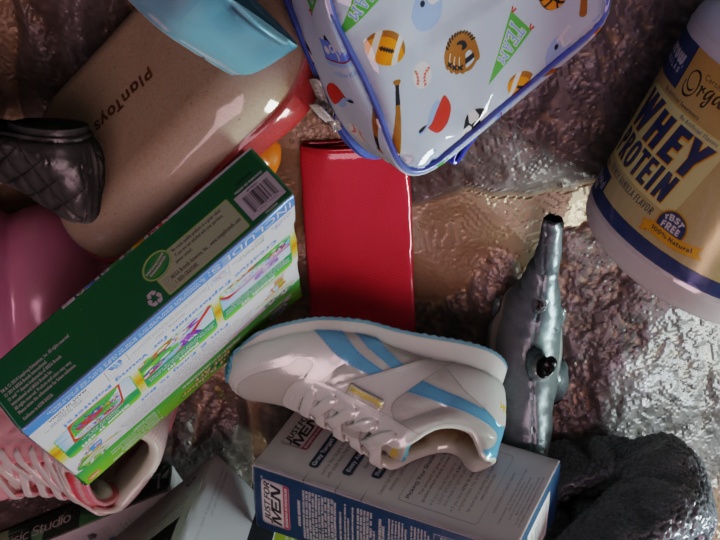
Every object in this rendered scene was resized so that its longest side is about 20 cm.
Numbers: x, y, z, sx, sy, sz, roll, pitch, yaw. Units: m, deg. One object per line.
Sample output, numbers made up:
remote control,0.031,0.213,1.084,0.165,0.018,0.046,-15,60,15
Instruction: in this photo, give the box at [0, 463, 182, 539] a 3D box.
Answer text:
box,-0.206,0.249,1.037,0.197,0.037,0.146,-23,120,7

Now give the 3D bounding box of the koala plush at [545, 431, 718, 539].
koala plush,0.200,0.245,0.996,0.182,0.177,0.202,-27,118,-12

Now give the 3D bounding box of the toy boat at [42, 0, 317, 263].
toy boat,-0.097,-0.089,0.809,0.199,0.132,0.130,-41,147,19

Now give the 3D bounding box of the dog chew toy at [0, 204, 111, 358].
dog chew toy,-0.216,0.012,0.848,0.197,0.125,0.126,-3,122,-13

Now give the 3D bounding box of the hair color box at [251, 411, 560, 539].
hair color box,0.032,0.158,0.917,0.197,0.100,0.061,15,126,21

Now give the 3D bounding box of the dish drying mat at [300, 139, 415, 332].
dish drying mat,0.000,0.000,0.915,0.075,0.018,0.203,-4,122,-2

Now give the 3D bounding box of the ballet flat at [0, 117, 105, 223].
ballet flat,-0.228,-0.065,0.775,0.066,0.198,0.058,-16,109,-47

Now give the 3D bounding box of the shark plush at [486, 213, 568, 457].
shark plush,0.133,0.055,0.920,0.089,0.084,0.202,12,119,-12

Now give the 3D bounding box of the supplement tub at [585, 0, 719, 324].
supplement tub,0.246,-0.083,0.812,0.142,0.145,0.202,19,118,-16

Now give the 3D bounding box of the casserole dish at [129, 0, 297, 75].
casserole dish,-0.114,-0.172,0.700,0.039,0.200,0.121,-47,152,10

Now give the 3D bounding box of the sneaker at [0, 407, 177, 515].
sneaker,-0.221,0.134,0.926,0.198,0.105,0.076,-24,123,11

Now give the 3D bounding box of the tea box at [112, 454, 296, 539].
tea box,-0.122,0.286,0.946,0.199,0.134,0.197,-38,102,17

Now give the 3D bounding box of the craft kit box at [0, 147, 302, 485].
craft kit box,-0.122,0.037,0.795,0.200,0.049,0.198,-41,165,-13

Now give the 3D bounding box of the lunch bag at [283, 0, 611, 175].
lunch bag,0.051,-0.155,0.750,0.199,0.075,0.162,-39,124,-18

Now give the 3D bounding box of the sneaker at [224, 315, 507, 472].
sneaker,0.005,0.086,0.878,0.196,0.082,0.077,7,149,-6
